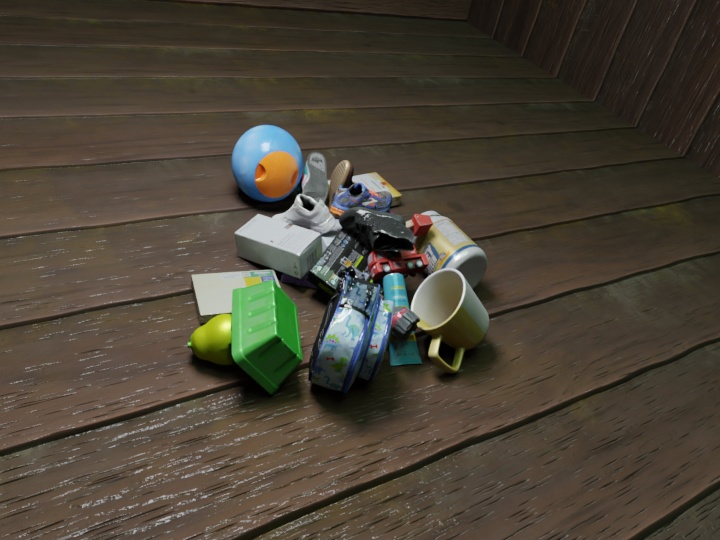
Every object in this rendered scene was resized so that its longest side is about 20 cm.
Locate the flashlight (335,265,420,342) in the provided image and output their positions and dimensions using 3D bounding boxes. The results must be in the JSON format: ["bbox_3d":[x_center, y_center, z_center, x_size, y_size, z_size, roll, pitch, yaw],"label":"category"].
[{"bbox_3d":[0.038,0.067,1.320,0.199,0.069,0.067,42,54,20],"label":"flashlight"}]

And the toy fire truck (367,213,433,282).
[{"bbox_3d":[0.097,-0.056,1.450,0.194,0.049,0.144,-8,64,-25],"label":"toy fire truck"}]

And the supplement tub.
[{"bbox_3d":[0.215,-0.046,1.564,0.141,0.148,0.201,-11,43,-31],"label":"supplement tub"}]

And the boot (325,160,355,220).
[{"bbox_3d":[-0.004,-0.210,1.653,0.161,0.203,0.074,1,48,-21],"label":"boot"}]

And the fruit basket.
[{"bbox_3d":[-0.228,0.138,1.202,0.211,0.156,0.220,-23,40,21],"label":"fruit basket"}]

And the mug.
[{"bbox_3d":[0.202,0.116,1.360,0.152,0.189,0.149,39,-3,-34],"label":"mug"}]

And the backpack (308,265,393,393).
[{"bbox_3d":[-0.016,0.137,1.211,0.143,0.186,0.203,20,48,3],"label":"backpack"}]

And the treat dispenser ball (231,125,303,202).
[{"bbox_3d":[-0.254,-0.292,1.665,0.194,0.205,0.204,10,36,-7],"label":"treat dispenser ball"}]

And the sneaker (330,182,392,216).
[{"bbox_3d":[0.011,-0.187,1.574,0.196,0.081,0.075,-14,33,-41],"label":"sneaker"}]

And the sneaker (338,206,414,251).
[{"bbox_3d":[0.034,-0.090,1.397,0.193,0.062,0.105,6,36,13],"label":"sneaker"}]

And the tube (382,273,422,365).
[{"bbox_3d":[0.086,0.110,1.357,0.075,0.051,0.206,-2,68,-15],"label":"tube"}]

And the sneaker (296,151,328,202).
[{"bbox_3d":[-0.137,-0.213,1.685,0.081,0.122,0.205,9,55,-10],"label":"sneaker"}]

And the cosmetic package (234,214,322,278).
[{"bbox_3d":[-0.196,-0.061,1.456,0.195,0.076,0.102,18,41,24],"label":"cosmetic package"}]

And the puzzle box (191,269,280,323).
[{"bbox_3d":[-0.270,0.055,1.357,0.194,0.026,0.134,-3,40,-24],"label":"puzzle box"}]

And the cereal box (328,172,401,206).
[{"bbox_3d":[0.007,-0.232,1.820,0.196,0.040,0.144,-16,46,-35],"label":"cereal box"}]

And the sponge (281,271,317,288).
[{"bbox_3d":[-0.093,0.002,1.487,0.193,0.030,0.113,12,36,-5],"label":"sponge"}]

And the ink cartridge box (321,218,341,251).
[{"bbox_3d":[-0.019,-0.078,1.593,0.193,0.042,0.201,5,25,-17],"label":"ink cartridge box"}]

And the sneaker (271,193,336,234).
[{"bbox_3d":[-0.155,-0.150,1.563,0.195,0.102,0.078,-2,33,31],"label":"sneaker"}]

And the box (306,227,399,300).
[{"bbox_3d":[0.000,0.000,1.438,0.191,0.048,0.202,35,53,0],"label":"box"}]

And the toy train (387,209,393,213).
[{"bbox_3d":[0.044,-0.109,1.583,0.146,0.057,0.200,-9,30,-29],"label":"toy train"}]
